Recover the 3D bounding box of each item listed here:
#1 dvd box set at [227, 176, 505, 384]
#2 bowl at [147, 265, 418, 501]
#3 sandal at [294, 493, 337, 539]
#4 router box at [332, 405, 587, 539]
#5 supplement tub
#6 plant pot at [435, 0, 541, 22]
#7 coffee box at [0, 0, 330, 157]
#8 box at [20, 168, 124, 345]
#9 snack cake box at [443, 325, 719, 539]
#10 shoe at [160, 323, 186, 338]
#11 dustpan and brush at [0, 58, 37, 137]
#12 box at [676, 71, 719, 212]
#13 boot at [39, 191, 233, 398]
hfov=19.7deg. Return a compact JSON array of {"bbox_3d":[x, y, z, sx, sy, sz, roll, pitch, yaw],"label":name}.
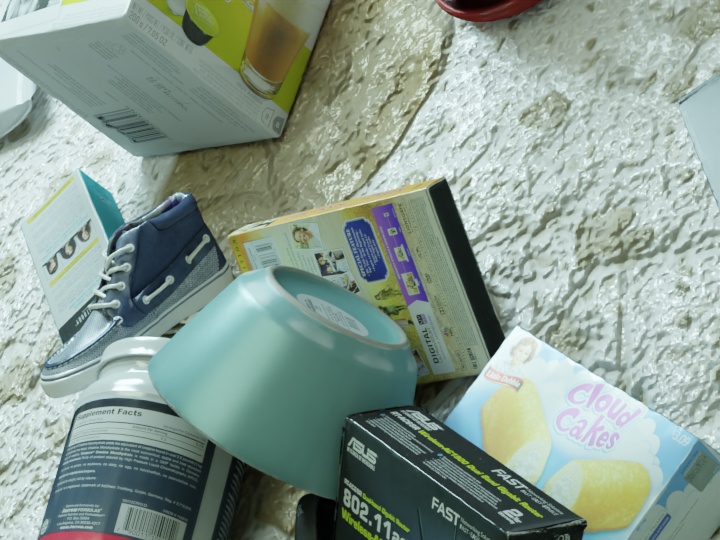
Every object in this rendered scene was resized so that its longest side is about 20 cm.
[{"bbox_3d":[0.004,0.019,1.541,0.200,0.146,0.029,-13,13,40],"label":"dvd box set"},{"bbox_3d":[-0.039,0.069,1.469,0.105,0.201,0.201,-61,36,12],"label":"bowl"},{"bbox_3d":[-0.035,0.246,1.449,0.048,0.075,0.200,-23,37,24],"label":"sandal"},{"bbox_3d":[0.057,0.193,1.339,0.200,0.062,0.150,30,120,53],"label":"router box"},{"bbox_3d":[-0.164,0.167,1.583,0.140,0.140,0.200,-13,52,39],"label":"supplement tub"},{"bbox_3d":[0.083,-0.310,1.674,0.200,0.182,0.201,-26,45,29],"label":"plant pot"},{"bbox_3d":[-0.173,-0.242,1.867,0.200,0.200,0.198,-4,58,44],"label":"coffee box"},{"bbox_3d":[-0.246,-0.004,1.875,0.082,0.049,0.200,-43,39,12],"label":"box"},{"bbox_3d":[0.144,0.129,1.359,0.115,0.067,0.200,-55,38,-2],"label":"snack cake box"},{"bbox_3d":[-0.151,0.071,1.717,0.200,0.053,0.070,3,63,47],"label":"shoe"},{"bbox_3d":[-0.400,-0.171,2.172,0.200,0.057,0.140,-25,44,21],"label":"dustpan and brush"},{"bbox_3d":[0.321,-0.093,1.371,0.193,0.048,0.200,-32,41,20],"label":"box"},{"bbox_3d":[-0.199,0.018,1.710,0.200,0.090,0.073,-38,23,-33],"label":"boot"}]
